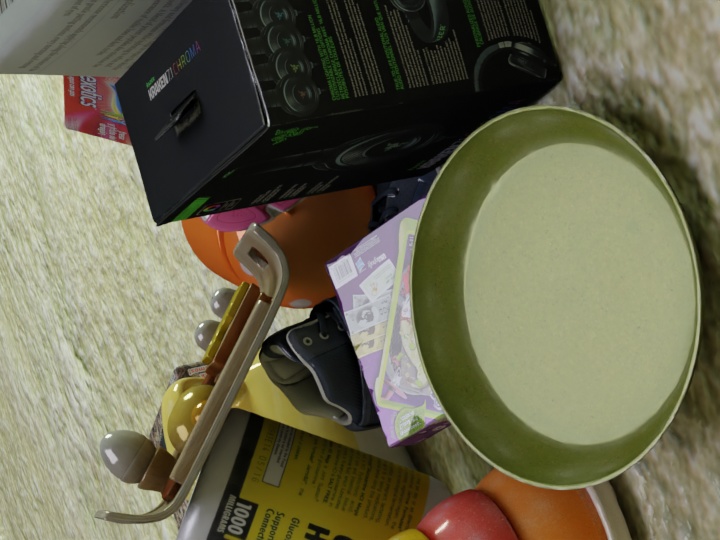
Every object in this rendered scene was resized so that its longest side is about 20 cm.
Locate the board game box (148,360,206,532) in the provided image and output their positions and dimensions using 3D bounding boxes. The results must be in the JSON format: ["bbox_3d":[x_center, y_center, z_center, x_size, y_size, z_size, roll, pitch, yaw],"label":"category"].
[{"bbox_3d":[-0.089,0.186,1.787,0.159,0.097,0.200,116,137,-61],"label":"board game box"}]

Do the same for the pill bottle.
[{"bbox_3d":[-0.011,0.170,1.395,0.112,0.200,0.113,-161,90,-88],"label":"pill bottle"}]

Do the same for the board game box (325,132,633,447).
[{"bbox_3d":[0.067,0.008,1.227,0.200,0.032,0.120,-33,66,42],"label":"board game box"}]

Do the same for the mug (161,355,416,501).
[{"bbox_3d":[-0.040,0.124,1.540,0.187,0.149,0.153,58,-166,-57],"label":"mug"}]

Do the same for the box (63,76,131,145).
[{"bbox_3d":[-0.153,-0.164,1.548,0.200,0.095,0.100,113,171,-72],"label":"box"}]

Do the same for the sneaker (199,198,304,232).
[{"bbox_3d":[-0.039,-0.111,1.396,0.200,0.074,0.087,-57,10,0],"label":"sneaker"}]

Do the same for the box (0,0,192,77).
[{"bbox_3d":[-0.130,-0.233,1.317,0.199,0.171,0.200,156,112,-62],"label":"box"}]

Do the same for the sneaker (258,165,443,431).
[{"bbox_3d":[0.001,0.000,1.354,0.077,0.146,0.203,134,123,-69],"label":"sneaker"}]

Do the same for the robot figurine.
[{"bbox_3d":[-0.057,-0.038,1.527,0.200,0.117,0.144,-156,55,-66],"label":"robot figurine"}]

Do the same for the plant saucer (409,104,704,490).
[{"bbox_3d":[0.106,0.013,1.147,0.200,0.031,0.200,6,98,46],"label":"plant saucer"}]

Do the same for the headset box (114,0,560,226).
[{"bbox_3d":[-0.023,-0.106,1.230,0.174,0.200,0.093,-33,71,59],"label":"headset box"}]

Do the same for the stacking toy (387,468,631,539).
[{"bbox_3d":[0.048,0.184,1.255,0.146,0.200,0.146,167,90,-70],"label":"stacking toy"}]

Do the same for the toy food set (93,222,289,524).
[{"bbox_3d":[-0.109,0.069,1.365,0.200,0.060,0.144,-64,4,-10],"label":"toy food set"}]
